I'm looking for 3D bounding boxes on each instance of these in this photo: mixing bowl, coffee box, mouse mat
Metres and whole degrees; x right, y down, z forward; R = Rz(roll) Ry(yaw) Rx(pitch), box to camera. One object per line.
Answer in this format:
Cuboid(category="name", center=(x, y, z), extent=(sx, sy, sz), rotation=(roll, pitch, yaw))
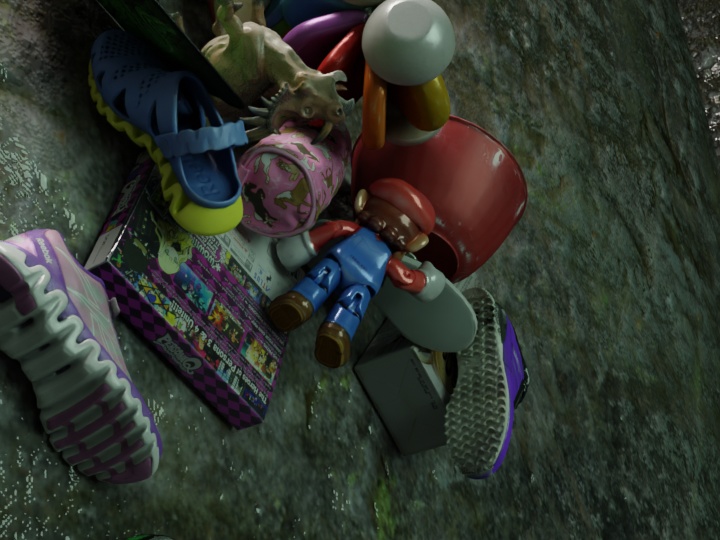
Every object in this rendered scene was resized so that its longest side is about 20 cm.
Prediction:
Cuboid(category="mixing bowl", center=(0.070, -0.056, 1.158), extent=(0.200, 0.198, 0.110), rotation=(48, 45, -32))
Cuboid(category="coffee box", center=(0.082, 0.089, 1.193), extent=(0.114, 0.079, 0.200), rotation=(61, 32, -14))
Cuboid(category="mouse mat", center=(-0.175, -0.199, 0.875), extent=(0.161, 0.008, 0.199), rotation=(48, -8, -33))

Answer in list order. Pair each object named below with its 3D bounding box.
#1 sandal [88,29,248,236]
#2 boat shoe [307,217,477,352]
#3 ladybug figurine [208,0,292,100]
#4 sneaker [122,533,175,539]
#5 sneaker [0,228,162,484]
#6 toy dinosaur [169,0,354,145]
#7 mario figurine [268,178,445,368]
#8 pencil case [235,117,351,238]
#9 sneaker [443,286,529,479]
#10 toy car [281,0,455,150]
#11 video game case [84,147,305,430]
Cuboid(category="sandal", center=(-0.147, -0.127, 0.882), extent=(0.079, 0.088, 0.201), rotation=(-23, 64, -41))
Cuboid(category="boat shoe", center=(0.034, 0.006, 1.102), extent=(0.198, 0.071, 0.064), rotation=(34, 20, 7))
Cuboid(category="ladybug figurine", center=(-0.085, -0.244, 1.097), extent=(0.137, 0.071, 0.200), rotation=(-57, 135, -17))
Cuboid(category="sneaker", center=(-0.157, 0.245, 0.699), extent=(0.079, 0.084, 0.201), rotation=(58, 31, -19))
Cuboid(category="sneaker", center=(-0.194, 0.053, 0.766), extent=(0.202, 0.080, 0.089), rotation=(60, 24, -16))
Cuboid(category="toy dinosaur", center=(-0.107, -0.165, 0.954), extent=(0.085, 0.198, 0.138), rotation=(-16, 97, -41))
Cuboid(category="mario figurine", center=(0.000, 0.000, 1.012), extent=(0.201, 0.105, 0.125), rotation=(-50, 124, -34))
Cuboid(category="pencil case", center=(-0.061, -0.097, 1.025), extent=(0.200, 0.085, 0.084), rotation=(-70, 153, -68))
Cuboid(category="sneaker", center=(0.138, 0.123, 1.118), extent=(0.099, 0.069, 0.203), rotation=(42, 42, -42))
Cuboid(category="toy car", center=(-0.004, -0.202, 1.022), extent=(0.176, 0.148, 0.202), rotation=(83, -18, -69))
Cuboid(category="video game case", center=(-0.130, 0.002, 0.935), extent=(0.201, 0.035, 0.183), rotation=(50, 34, -31))
